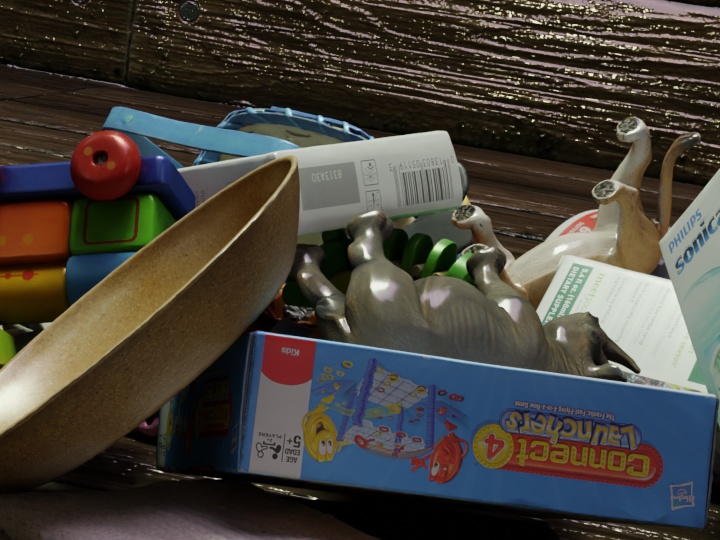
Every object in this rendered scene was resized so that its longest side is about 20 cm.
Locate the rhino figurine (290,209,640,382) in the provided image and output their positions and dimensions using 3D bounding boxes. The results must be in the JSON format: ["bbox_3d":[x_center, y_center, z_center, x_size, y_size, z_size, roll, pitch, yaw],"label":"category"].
[{"bbox_3d":[0.061,0.033,1.127,0.199,0.060,0.088,15,36,-30],"label":"rhino figurine"}]

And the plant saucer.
[{"bbox_3d":[-0.094,0.029,0.922,0.035,0.200,0.200,51,2,-10],"label":"plant saucer"}]

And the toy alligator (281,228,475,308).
[{"bbox_3d":[0.000,0.000,1.219,0.199,0.055,0.059,14,10,23],"label":"toy alligator"}]

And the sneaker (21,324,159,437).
[{"bbox_3d":[-0.111,0.029,1.176,0.200,0.096,0.079,18,10,41],"label":"sneaker"}]

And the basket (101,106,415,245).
[{"bbox_3d":[-0.058,-0.045,1.503,0.176,0.139,0.200,15,-20,39],"label":"basket"}]

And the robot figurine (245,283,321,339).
[{"bbox_3d":[-0.009,0.048,1.273,0.145,0.058,0.200,2,11,-41],"label":"robot figurine"}]

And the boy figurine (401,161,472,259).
[{"bbox_3d":[0.072,0.003,1.519,0.064,0.125,0.200,-15,-27,14],"label":"boy figurine"}]

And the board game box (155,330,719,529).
[{"bbox_3d":[0.025,0.072,0.978,0.199,0.056,0.196,8,-7,-13],"label":"board game box"}]

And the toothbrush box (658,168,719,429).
[{"bbox_3d":[0.247,0.048,1.083,0.146,0.085,0.201,6,51,-25],"label":"toothbrush box"}]

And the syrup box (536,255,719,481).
[{"bbox_3d":[0.192,0.062,1.232,0.199,0.079,0.082,14,-27,33],"label":"syrup box"}]

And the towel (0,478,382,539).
[{"bbox_3d":[-0.047,0.116,0.855,0.132,0.035,0.200,2,10,-44],"label":"towel"}]

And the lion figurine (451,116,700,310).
[{"bbox_3d":[0.120,0.000,1.324,0.199,0.123,0.073,-23,40,3],"label":"lion figurine"}]

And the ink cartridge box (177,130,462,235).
[{"bbox_3d":[-0.071,-0.037,1.209,0.199,0.050,0.161,-9,2,36],"label":"ink cartridge box"}]

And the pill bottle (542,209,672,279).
[{"bbox_3d":[0.203,0.037,1.376,0.116,0.116,0.200,2,12,-41],"label":"pill bottle"}]

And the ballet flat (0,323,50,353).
[{"bbox_3d":[-0.197,0.030,1.171,0.067,0.064,0.200,-2,13,-38],"label":"ballet flat"}]

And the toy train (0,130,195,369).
[{"bbox_3d":[-0.182,0.006,1.072,0.199,0.116,0.085,-3,-24,13],"label":"toy train"}]
